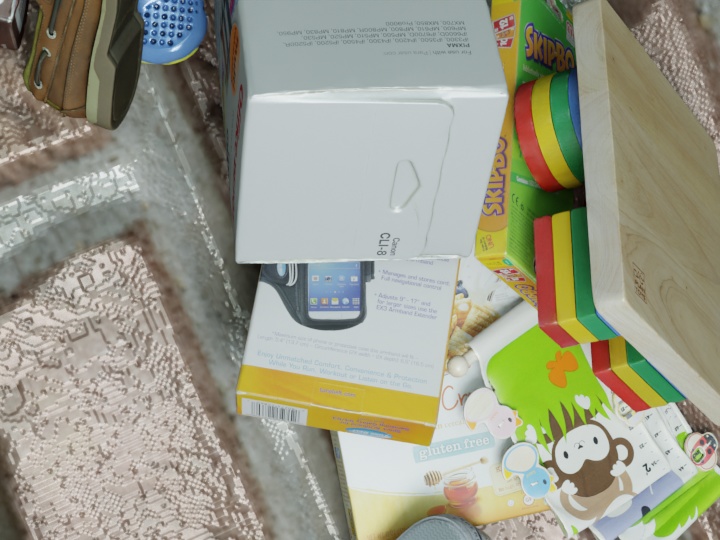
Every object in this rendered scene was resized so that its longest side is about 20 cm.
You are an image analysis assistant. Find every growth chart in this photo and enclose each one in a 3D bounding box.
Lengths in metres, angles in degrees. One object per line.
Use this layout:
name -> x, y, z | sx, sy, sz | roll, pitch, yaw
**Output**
growth chart -> 0.149, 0.098, 1.094 | 0.145, 0.018, 0.200 | -43, 102, -26

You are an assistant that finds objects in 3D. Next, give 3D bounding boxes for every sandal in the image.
sandal -> -0.162, -0.215, 1.057 | 0.079, 0.087, 0.200 | -35, 95, -10

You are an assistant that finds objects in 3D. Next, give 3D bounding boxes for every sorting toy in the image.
sorting toy -> 0.158, -0.026, 1.038 | 0.069, 0.200, 0.199 | -15, 60, 27

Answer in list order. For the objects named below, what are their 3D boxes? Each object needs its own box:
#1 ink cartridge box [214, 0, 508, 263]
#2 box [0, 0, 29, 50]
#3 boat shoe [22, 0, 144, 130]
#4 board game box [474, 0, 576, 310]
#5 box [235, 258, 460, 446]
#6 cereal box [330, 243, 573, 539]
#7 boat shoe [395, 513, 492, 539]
ink cartridge box -> -0.008, -0.123, 1.002 | 0.144, 0.146, 0.201 | -2, 52, -9
box -> -0.298, -0.191, 1.029 | 0.199, 0.100, 0.075 | 9, 86, -9
boat shoe -> -0.162, -0.172, 1.001 | 0.068, 0.072, 0.200 | 18, 126, 5
board game box -> 0.106, -0.085, 1.067 | 0.030, 0.095, 0.201 | -4, 68, 29
box -> 0.000, 0.000, 1.045 | 0.119, 0.042, 0.201 | 10, 62, 1
cereal box -> 0.046, 0.064, 1.097 | 0.143, 0.040, 0.201 | -11, 89, -9
boat shoe -> 0.005, 0.227, 1.068 | 0.200, 0.067, 0.074 | -36, 64, 15
